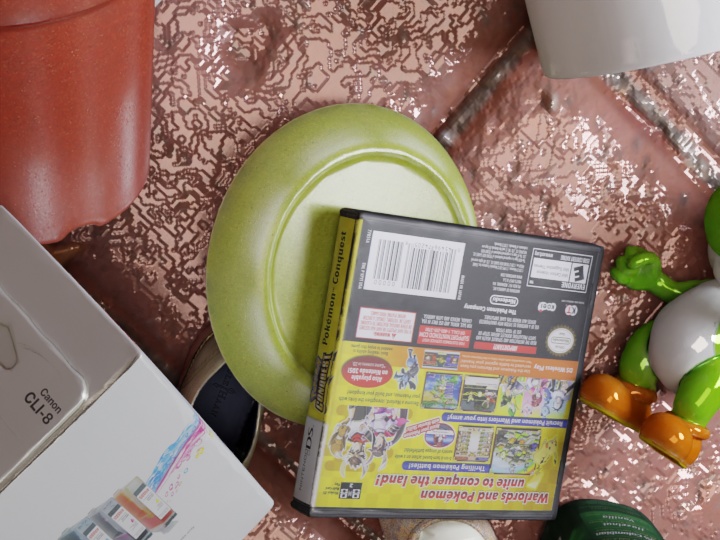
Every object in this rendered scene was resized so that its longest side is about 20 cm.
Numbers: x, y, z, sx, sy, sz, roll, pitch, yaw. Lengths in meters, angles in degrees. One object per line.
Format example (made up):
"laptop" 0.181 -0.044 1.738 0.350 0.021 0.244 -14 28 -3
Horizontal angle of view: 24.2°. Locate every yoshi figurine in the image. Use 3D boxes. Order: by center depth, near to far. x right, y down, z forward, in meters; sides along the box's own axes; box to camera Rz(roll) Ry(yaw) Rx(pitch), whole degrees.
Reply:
"yoshi figurine" 0.220 0.016 1.061 0.112 0.112 0.201 34 89 -4

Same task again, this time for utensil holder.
"utensil holder" 0.164 -0.229 0.988 0.168 0.170 0.202 -15 101 -5

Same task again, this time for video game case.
"video game case" 0.058 0.063 1.041 0.198 0.025 0.183 7 95 -35

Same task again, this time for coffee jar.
"coffee jar" 0.165 0.215 1.030 0.084 0.200 0.106 11 96 -9

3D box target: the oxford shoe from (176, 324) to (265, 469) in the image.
"oxford shoe" -0.105 0.130 1.047 0.070 0.074 0.202 13 96 -9

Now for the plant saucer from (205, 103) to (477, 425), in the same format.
"plant saucer" 0.000 0.000 1.025 0.198 0.031 0.203 -6 101 -33

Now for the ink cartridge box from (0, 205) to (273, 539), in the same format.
"ink cartridge box" -0.170 0.097 0.917 0.145 0.145 0.200 -43 145 -9

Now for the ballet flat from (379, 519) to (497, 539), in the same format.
"ballet flat" 0.075 0.214 1.086 0.068 0.067 0.201 -31 100 -3

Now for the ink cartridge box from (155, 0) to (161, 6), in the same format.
"ink cartridge box" -0.124 -0.286 1.004 0.176 0.045 0.200 44 90 -11

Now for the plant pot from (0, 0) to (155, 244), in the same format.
"plant pot" -0.195 -0.134 0.927 0.198 0.202 0.197 -4 127 -7
